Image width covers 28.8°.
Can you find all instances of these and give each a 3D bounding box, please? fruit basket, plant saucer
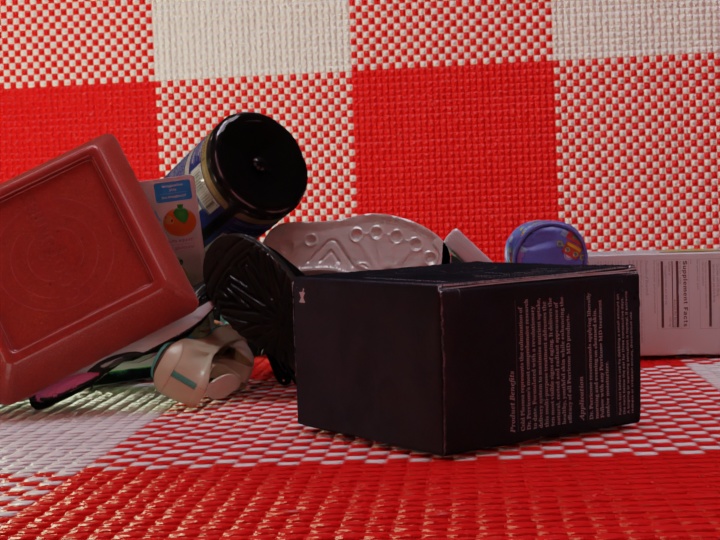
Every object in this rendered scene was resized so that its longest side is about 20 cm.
[{"bbox_3d":[-0.240,0.007,1.370,0.182,0.202,0.094,-6,39,-5],"label":"fruit basket"},{"bbox_3d":[-0.276,-0.011,1.272,0.198,0.201,0.037,-27,-18,-9],"label":"plant saucer"}]

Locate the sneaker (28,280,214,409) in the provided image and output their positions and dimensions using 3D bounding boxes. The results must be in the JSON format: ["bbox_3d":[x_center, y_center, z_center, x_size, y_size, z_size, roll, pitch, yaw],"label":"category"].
[{"bbox_3d":[-0.229,0.047,1.304,0.198,0.087,0.080,-25,-3,-24],"label":"sneaker"}]

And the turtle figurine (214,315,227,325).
[{"bbox_3d":[-0.176,0.062,1.569,0.147,0.102,0.200,7,-12,-2],"label":"turtle figurine"}]

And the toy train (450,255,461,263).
[{"bbox_3d":[0.100,0.037,1.510,0.085,0.114,0.200,-40,4,-1],"label":"toy train"}]

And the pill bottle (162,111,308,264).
[{"bbox_3d":[-0.147,-0.069,1.428,0.111,0.113,0.199,-4,-19,-37],"label":"pill bottle"}]

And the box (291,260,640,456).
[{"bbox_3d":[0.079,0.059,1.083,0.194,0.126,0.199,-2,3,-34],"label":"box"}]

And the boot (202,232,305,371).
[{"bbox_3d":[-0.047,0.041,1.356,0.211,0.080,0.158,43,16,8],"label":"boot"}]

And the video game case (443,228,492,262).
[{"bbox_3d":[0.160,0.025,1.487,0.023,0.182,0.200,-47,-2,2],"label":"video game case"}]

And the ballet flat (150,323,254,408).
[{"bbox_3d":[-0.137,0.094,1.338,0.068,0.071,0.200,-2,5,15],"label":"ballet flat"}]

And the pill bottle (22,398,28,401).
[{"bbox_3d":[-0.394,0.076,1.301,0.198,0.114,0.112,-5,4,-43],"label":"pill bottle"}]

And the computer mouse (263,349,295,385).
[{"bbox_3d":[-0.099,0.051,1.476,0.046,0.142,0.200,-28,1,10],"label":"computer mouse"}]

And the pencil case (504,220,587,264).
[{"bbox_3d":[0.196,-0.011,1.512,0.077,0.088,0.200,13,2,3],"label":"pencil case"}]

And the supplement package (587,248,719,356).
[{"bbox_3d":[0.336,0.033,1.535,0.196,0.111,0.114,-1,3,3],"label":"supplement package"}]

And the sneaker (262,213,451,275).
[{"bbox_3d":[0.000,0.000,1.450,0.197,0.082,0.147,3,-16,9],"label":"sneaker"}]

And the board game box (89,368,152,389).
[{"bbox_3d":[-0.313,0.104,1.532,0.198,0.029,0.135,-1,2,34],"label":"board game box"}]

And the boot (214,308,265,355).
[{"bbox_3d":[-0.149,0.064,1.781,0.195,0.075,0.162,6,8,21],"label":"boot"}]
